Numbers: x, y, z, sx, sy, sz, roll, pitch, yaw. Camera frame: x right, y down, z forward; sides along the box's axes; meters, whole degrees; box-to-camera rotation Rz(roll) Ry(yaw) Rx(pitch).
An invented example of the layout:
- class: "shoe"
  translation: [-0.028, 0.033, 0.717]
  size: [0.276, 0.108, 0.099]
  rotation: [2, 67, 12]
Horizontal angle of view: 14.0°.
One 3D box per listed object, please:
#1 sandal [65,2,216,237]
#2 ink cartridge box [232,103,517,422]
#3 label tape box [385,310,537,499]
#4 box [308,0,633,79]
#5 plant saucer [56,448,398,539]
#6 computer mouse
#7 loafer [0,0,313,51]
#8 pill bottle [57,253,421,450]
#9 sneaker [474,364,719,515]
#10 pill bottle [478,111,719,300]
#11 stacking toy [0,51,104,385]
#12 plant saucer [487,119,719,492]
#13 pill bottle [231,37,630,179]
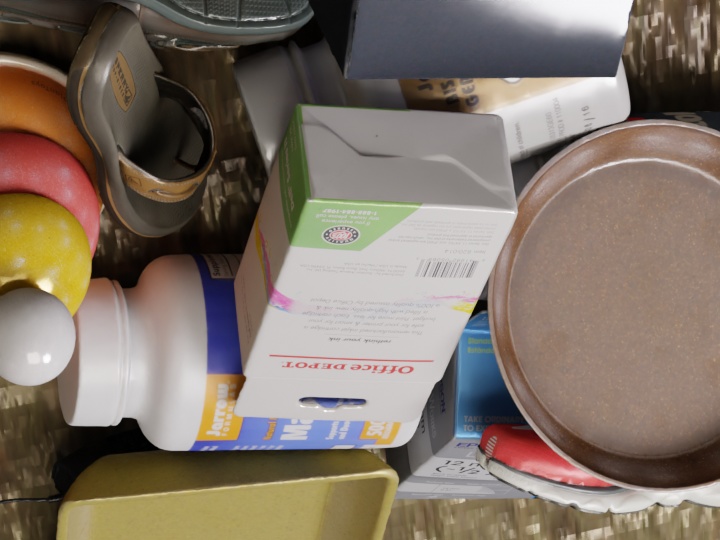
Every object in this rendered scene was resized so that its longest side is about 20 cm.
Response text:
- class: "sandal"
  translation: [-0.105, -0.076, 1.560]
  size: [0.054, 0.082, 0.200]
  rotation: [14, 155, 15]
- class: "ink cartridge box"
  translation: [0.000, 0.000, 1.570]
  size: [0.116, 0.068, 0.200]
  rotation: [3, 143, -16]
- class: "label tape box"
  translation: [0.108, 0.081, 1.714]
  size: [0.142, 0.067, 0.200]
  rotation: [2, 163, -16]
- class: "box"
  translation: [0.043, -0.188, 1.484]
  size: [0.147, 0.200, 0.105]
  rotation: [-1, 124, -15]
- class: "plant saucer"
  translation: [-0.089, 0.159, 1.760]
  size: [0.198, 0.049, 0.200]
  rotation: [-4, 147, -12]
- class: "computer mouse"
  translation: [-0.191, 0.127, 1.754]
  size: [0.198, 0.034, 0.059]
  rotation: [-10, 148, -2]
- class: "loafer"
  translation: [-0.124, -0.153, 1.559]
  size: [0.199, 0.072, 0.063]
  rotation: [8, 155, -16]
- class: "pill bottle"
  translation: [-0.069, 0.047, 1.675]
  size: [0.198, 0.112, 0.113]
  rotation: [0, 125, -16]
- class: "sneaker"
  translation: [0.156, 0.084, 1.642]
  size: [0.199, 0.077, 0.086]
  rotation: [-1, 108, -21]
- class: "pill bottle"
  translation: [0.162, -0.031, 1.678]
  size: [0.198, 0.120, 0.120]
  rotation: [-2, 125, -14]
- class: "stacking toy"
  translation: [-0.189, -0.010, 1.547]
  size: [0.145, 0.200, 0.147]
  rotation: [-7, 126, -10]
- class: "plant saucer"
  translation: [0.160, 0.020, 1.596]
  size: [0.199, 0.034, 0.202]
  rotation: [1, 85, -13]
- class: "pill bottle"
  translation: [0.037, -0.103, 1.597]
  size: [0.199, 0.115, 0.115]
  rotation: [-19, 127, -2]
